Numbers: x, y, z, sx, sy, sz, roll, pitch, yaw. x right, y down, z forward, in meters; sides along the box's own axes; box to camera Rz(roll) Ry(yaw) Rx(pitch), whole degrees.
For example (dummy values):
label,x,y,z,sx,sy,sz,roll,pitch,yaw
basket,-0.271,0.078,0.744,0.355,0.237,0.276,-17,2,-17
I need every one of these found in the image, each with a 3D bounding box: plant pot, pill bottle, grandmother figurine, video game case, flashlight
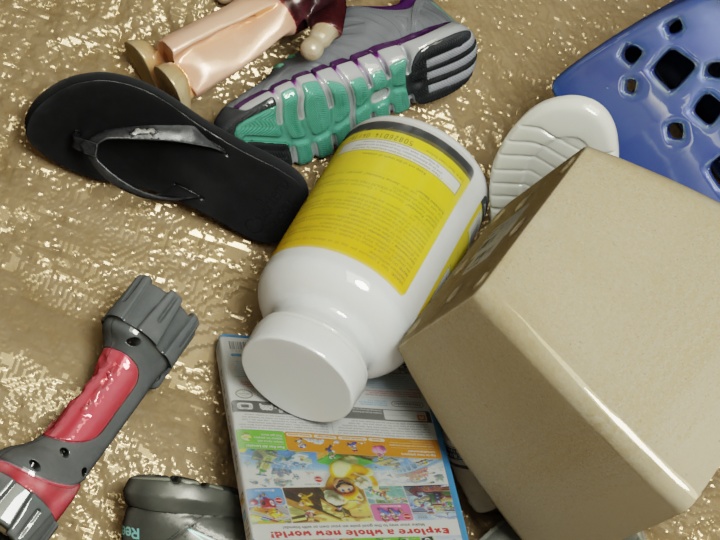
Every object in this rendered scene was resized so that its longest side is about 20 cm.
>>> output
label,x,y,z,sx,sy,sz,roll,pitch,yaw
plant pot,0.277,-0.117,1.769,0.200,0.180,0.200,53,26,4
pill bottle,0.000,0.000,1.710,0.112,0.112,0.200,33,54,-4
grandmother figurine,-0.057,-0.181,1.779,0.200,0.061,0.121,-35,55,-16
plant pot,0.145,0.043,1.632,0.177,0.200,0.200,40,63,-6
video game case,-0.013,0.118,1.682,0.143,0.018,0.200,5,39,-16
flashlight,-0.183,0.092,1.668,0.068,0.068,0.200,34,67,0

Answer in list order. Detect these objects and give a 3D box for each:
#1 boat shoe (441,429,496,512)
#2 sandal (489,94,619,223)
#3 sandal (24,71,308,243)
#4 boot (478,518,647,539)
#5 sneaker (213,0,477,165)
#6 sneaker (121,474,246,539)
label,x,y,z,sx,sy,sz,roll,pitch,yaw
boat shoe,0.139,0.098,1.763,0.200,0.072,0.066,-34,117,-38
sandal,0.126,-0.044,1.750,0.082,0.203,0.050,15,40,4
sandal,-0.127,-0.075,1.731,0.200,0.076,0.043,20,28,-10
boot,0.114,0.243,1.709,0.200,0.073,0.182,-22,101,-38
sneaker,-0.022,-0.138,1.806,0.200,0.074,0.088,-21,50,-18
sneaker,-0.060,0.183,1.681,0.200,0.075,0.079,9,85,-8
